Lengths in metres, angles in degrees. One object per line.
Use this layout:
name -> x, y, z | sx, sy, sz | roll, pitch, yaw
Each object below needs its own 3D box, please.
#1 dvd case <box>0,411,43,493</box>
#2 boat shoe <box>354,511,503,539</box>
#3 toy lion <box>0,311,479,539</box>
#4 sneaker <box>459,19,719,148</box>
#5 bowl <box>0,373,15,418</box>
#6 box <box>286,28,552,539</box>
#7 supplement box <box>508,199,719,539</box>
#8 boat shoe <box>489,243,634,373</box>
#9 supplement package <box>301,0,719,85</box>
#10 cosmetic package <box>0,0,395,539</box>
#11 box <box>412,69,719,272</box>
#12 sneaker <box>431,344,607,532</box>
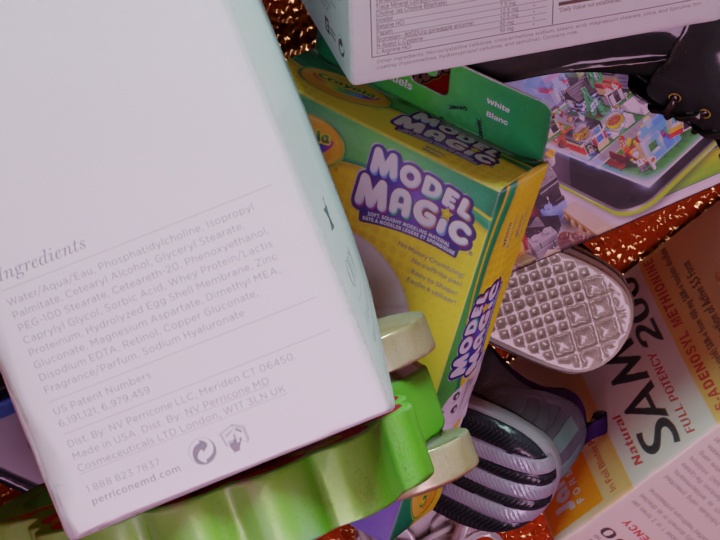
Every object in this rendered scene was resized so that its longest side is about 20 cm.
dvd case -> -0.170, -0.001, 1.047 | 0.200, 0.018, 0.143 | 26, 85, -13
boat shoe -> 0.027, 0.135, 1.210 | 0.074, 0.086, 0.202 | -3, 125, -11
toy lion -> -0.058, 0.081, 0.934 | 0.200, 0.192, 0.069 | -17, 95, 29
sneaker -> 0.139, -0.069, 1.021 | 0.199, 0.075, 0.107 | -8, 102, -2
bowl -> -0.180, -0.033, 1.013 | 0.200, 0.039, 0.201 | 0, 91, -13
box -> 0.000, 0.000, 1.039 | 0.117, 0.048, 0.200 | 27, 118, 20
supplement box -> 0.168, 0.045, 1.155 | 0.200, 0.126, 0.074 | -39, 125, 14
boat shoe -> 0.028, -0.018, 1.120 | 0.200, 0.062, 0.075 | 27, 98, -12
supplement package -> 0.043, -0.201, 0.932 | 0.150, 0.152, 0.200 | -11, 126, -13
cosmetic package -> -0.080, -0.042, 0.900 | 0.123, 0.199, 0.200 | -23, 101, 2
box -> 0.116, -0.082, 1.072 | 0.200, 0.035, 0.110 | -23, 100, -4
sneaker -> 0.009, 0.051, 1.134 | 0.200, 0.087, 0.075 | 26, 119, 20
